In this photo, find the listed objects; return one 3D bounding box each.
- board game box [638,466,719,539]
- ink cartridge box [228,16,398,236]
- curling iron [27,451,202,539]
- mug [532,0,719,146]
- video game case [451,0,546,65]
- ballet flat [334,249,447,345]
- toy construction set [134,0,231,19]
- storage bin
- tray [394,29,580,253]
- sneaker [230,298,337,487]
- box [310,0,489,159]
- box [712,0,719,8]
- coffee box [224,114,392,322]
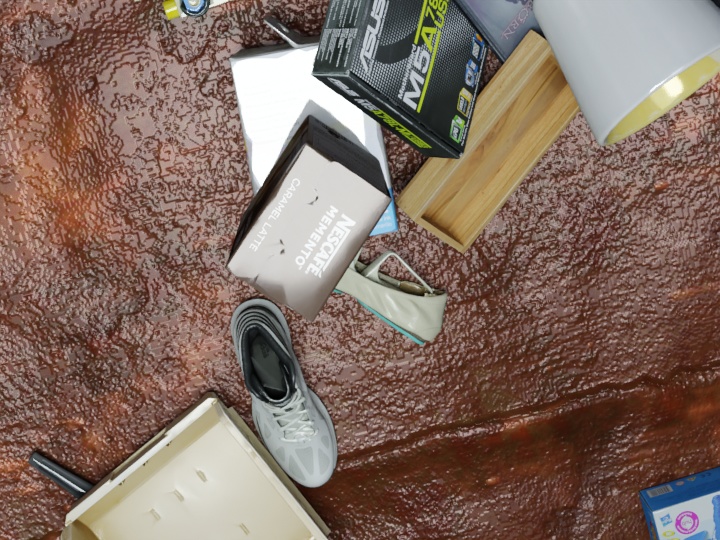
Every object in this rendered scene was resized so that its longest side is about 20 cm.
[{"bbox_3d":[0.409,0.298,1.309,0.197,0.056,0.199,-17,102,2],"label":"board game box"},{"bbox_3d":[-0.043,-0.135,1.162,0.123,0.129,0.203,-9,104,1],"label":"ink cartridge box"},{"bbox_3d":[-0.247,0.235,1.292,0.198,0.026,0.050,28,94,-7],"label":"curling iron"},{"bbox_3d":[0.219,-0.205,1.105,0.148,0.187,0.154,-28,79,-31],"label":"mug"},{"bbox_3d":[0.141,-0.273,1.109,0.143,0.019,0.200,-51,143,2],"label":"video game case"},{"bbox_3d":[0.000,0.000,1.227,0.198,0.070,0.070,29,100,-17],"label":"ballet flat"},{"bbox_3d":[-0.145,-0.302,1.148,0.197,0.092,0.133,-16,102,13],"label":"toy construction set"},{"bbox_3d":[-0.156,0.259,1.242,0.199,0.094,0.199,-39,97,-1],"label":"storage bin"},{"bbox_3d":[0.127,-0.118,1.192,0.201,0.037,0.098,-52,142,8],"label":"tray"},{"bbox_3d":[-0.079,0.135,1.228,0.075,0.115,0.203,-21,103,3],"label":"sneaker"},{"bbox_3d":[0.049,-0.223,1.097,0.047,0.193,0.203,8,78,34],"label":"box"},{"bbox_3d":[0.339,-0.272,1.113,0.158,0.045,0.201,14,144,6],"label":"box"},{"bbox_3d":[-0.041,-0.048,1.014,0.079,0.200,0.115,32,101,-8],"label":"coffee box"}]
